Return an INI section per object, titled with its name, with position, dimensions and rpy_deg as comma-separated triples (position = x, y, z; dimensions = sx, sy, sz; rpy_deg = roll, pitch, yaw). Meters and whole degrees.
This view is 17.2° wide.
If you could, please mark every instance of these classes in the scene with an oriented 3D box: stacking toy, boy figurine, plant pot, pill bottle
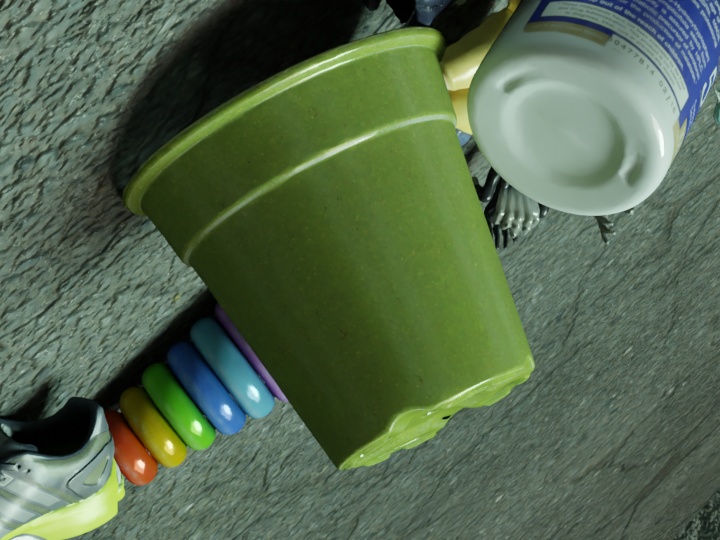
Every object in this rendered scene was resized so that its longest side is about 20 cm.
[stacking toy]
position = -0.118, 0.092, 1.525
dimensions = 0.200, 0.085, 0.085
rpy_deg = -38, 162, -4
[boy figurine]
position = 0.069, -0.122, 1.462
dimensions = 0.200, 0.064, 0.124
rpy_deg = -51, 163, 18
[plant pot]
position = 0.000, 0.000, 1.302
dimensions = 0.199, 0.191, 0.200
rpy_deg = -27, 171, -4
[pill bottle]
position = 0.150, -0.137, 1.353
dimensions = 0.200, 0.119, 0.120
rpy_deg = -57, 174, -39

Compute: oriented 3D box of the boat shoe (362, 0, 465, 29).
[boat shoe]
position = 0.053, -0.195, 1.242
dimensions = 0.093, 0.075, 0.200
rpy_deg = -44, 164, -23

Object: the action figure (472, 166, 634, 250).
[action figure]
position = 0.128, -0.066, 1.576
dimensions = 0.118, 0.103, 0.200
rpy_deg = 4, 156, -30

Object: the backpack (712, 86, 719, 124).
[backpack]
position = 0.351, -0.166, 1.823
dimensions = 0.177, 0.151, 0.200
rpy_deg = -35, 153, -16

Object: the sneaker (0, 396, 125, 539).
[sneaker]
position = -0.228, 0.132, 1.411
dimensions = 0.200, 0.074, 0.081
rpy_deg = -27, 133, -36
